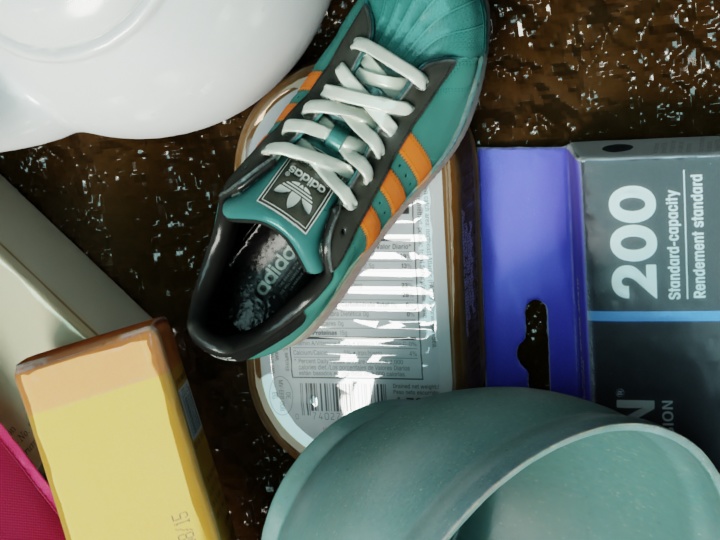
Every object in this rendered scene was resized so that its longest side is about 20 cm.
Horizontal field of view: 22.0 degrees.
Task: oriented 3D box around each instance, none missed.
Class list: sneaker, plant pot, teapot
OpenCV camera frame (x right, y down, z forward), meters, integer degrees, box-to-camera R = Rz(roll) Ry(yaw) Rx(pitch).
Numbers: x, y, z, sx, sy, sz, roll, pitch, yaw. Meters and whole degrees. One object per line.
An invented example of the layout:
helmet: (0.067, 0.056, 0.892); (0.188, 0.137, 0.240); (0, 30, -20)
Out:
sneaker: (-0.010, -0.042, 0.786); (0.071, 0.080, 0.201); (32, 108, 8)
plant pot: (0.041, 0.132, 0.778); (0.134, 0.200, 0.201); (29, 112, 47)
teapot: (-0.108, -0.152, 0.782); (0.196, 0.146, 0.201); (-15, 88, 21)

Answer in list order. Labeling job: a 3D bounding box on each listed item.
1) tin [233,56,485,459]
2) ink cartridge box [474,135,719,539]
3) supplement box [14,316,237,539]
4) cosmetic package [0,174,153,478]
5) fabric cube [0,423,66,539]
tin: (0.000, 0.000, 0.855); (0.111, 0.042, 0.201); (-1, 101, 13)
ink cartridge box: (0.148, 0.041, 0.826); (0.199, 0.043, 0.199); (-1, 101, 16)
supplement box: (-0.088, 0.125, 0.810); (0.066, 0.069, 0.201); (-16, 90, 0)
cosmetic package: (-0.203, 0.005, 0.890); (0.200, 0.073, 0.104); (42, 108, 2)
fabric cube: (-0.265, 0.159, 0.826); (0.200, 0.199, 0.197); (-27, 106, 42)
